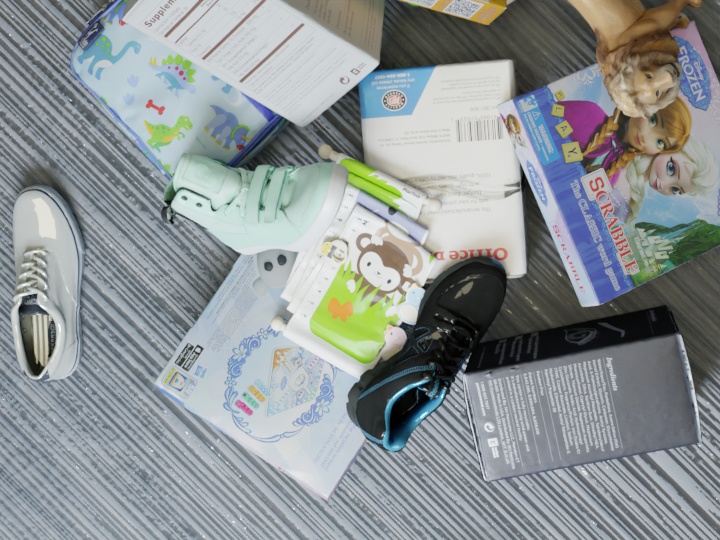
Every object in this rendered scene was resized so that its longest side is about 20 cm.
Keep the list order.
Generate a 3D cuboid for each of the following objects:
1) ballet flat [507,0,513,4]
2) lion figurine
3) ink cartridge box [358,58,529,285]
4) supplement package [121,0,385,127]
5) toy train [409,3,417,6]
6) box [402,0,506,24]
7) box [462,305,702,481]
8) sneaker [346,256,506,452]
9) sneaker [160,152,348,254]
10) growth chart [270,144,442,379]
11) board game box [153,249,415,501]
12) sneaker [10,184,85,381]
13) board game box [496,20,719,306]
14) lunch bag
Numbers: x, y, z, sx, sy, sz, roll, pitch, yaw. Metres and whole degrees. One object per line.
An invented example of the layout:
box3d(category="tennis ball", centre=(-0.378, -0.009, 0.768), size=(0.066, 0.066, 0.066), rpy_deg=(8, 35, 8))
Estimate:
box3d(category="ballet flat", centre=(0.184, -0.319, 1.280), size=(0.067, 0.068, 0.200), rpy_deg=(22, 104, -23))
box3d(category="lion figurine", centre=(0.220, -0.233, 1.218), size=(0.122, 0.072, 0.200), rpy_deg=(-38, 82, -19))
box3d(category="ink cartridge box", centre=(0.081, -0.093, 1.315), size=(0.144, 0.084, 0.201), rpy_deg=(-3, 97, 10))
box3d(category="supplement package", centre=(-0.090, -0.241, 1.241), size=(0.200, 0.117, 0.117), rpy_deg=(29, 137, -27))
box3d(category="toy train", centre=(0.002, -0.279, 1.316), size=(0.199, 0.042, 0.057), rpy_deg=(0, 131, 9))
box3d(category="box", centre=(0.037, -0.301, 1.237), size=(0.199, 0.041, 0.119), rpy_deg=(12, 69, -24))
box3d(category="box", centre=(0.204, 0.111, 1.292), size=(0.199, 0.148, 0.105), rpy_deg=(-11, 96, 11))
box3d(category="sneaker", centre=(0.072, 0.079, 1.259), size=(0.073, 0.082, 0.200), rpy_deg=(33, 97, -26))
box3d(category="sneaker", centre=(-0.103, -0.068, 1.250), size=(0.118, 0.200, 0.074), rpy_deg=(27, 65, -29))
box3d(category="growth chart", centre=(0.000, 0.000, 1.294), size=(0.144, 0.018, 0.200), rpy_deg=(21, 104, 10))
box3d(category="board game box", centre=(-0.059, 0.083, 1.342), size=(0.199, 0.043, 0.200), rpy_deg=(32, 78, 9))
box3d(category="sneaker", centre=(-0.317, 0.015, 1.403), size=(0.073, 0.071, 0.201), rpy_deg=(-6, 97, 10))
box3d(category="board game box", centre=(0.252, -0.098, 1.266), size=(0.199, 0.041, 0.200), rpy_deg=(-25, 94, -16))
box3d(category="lunch bag", centre=(-0.166, -0.189, 1.346), size=(0.161, 0.082, 0.200), rpy_deg=(-40, 91, 10))
